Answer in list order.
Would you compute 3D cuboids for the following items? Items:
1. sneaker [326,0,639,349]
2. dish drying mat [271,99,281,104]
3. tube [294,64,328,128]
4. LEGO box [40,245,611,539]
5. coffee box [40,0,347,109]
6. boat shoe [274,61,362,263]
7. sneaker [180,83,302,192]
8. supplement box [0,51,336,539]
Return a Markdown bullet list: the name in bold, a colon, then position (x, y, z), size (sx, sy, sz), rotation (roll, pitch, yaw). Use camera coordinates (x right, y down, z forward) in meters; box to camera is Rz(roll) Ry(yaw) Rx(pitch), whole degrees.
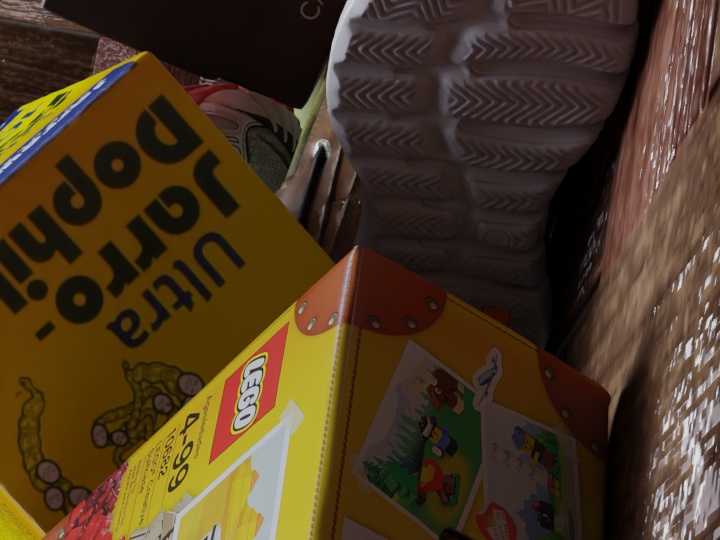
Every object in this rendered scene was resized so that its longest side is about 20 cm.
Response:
- **sneaker**: position (0.030, -0.066, 0.724), size (0.200, 0.078, 0.112), rotation (102, 176, -50)
- **dish drying mat**: position (0.008, -0.124, 0.829), size (0.200, 0.018, 0.077), rotation (130, 160, -63)
- **tube**: position (-0.009, -0.016, 1.091), size (0.052, 0.058, 0.200), rotation (-112, 11, -67)
- **LEGO box**: position (-0.023, 0.120, 0.562), size (0.149, 0.077, 0.200), rotation (-43, 27, 38)
- **coffee box**: position (-0.030, -0.139, 0.774), size (0.200, 0.080, 0.114), rotation (-94, 28, -69)
- **boat shoe**: position (0.000, 0.000, 0.879), size (0.072, 0.068, 0.200), rotation (38, -110, -54)
- **sneaker**: position (-0.052, 0.000, 0.978), size (0.200, 0.078, 0.082), rotation (74, -170, -57)
- **supplement box**: position (-0.087, 0.018, 0.771), size (0.109, 0.110, 0.200), rotation (-44, 11, -14)
